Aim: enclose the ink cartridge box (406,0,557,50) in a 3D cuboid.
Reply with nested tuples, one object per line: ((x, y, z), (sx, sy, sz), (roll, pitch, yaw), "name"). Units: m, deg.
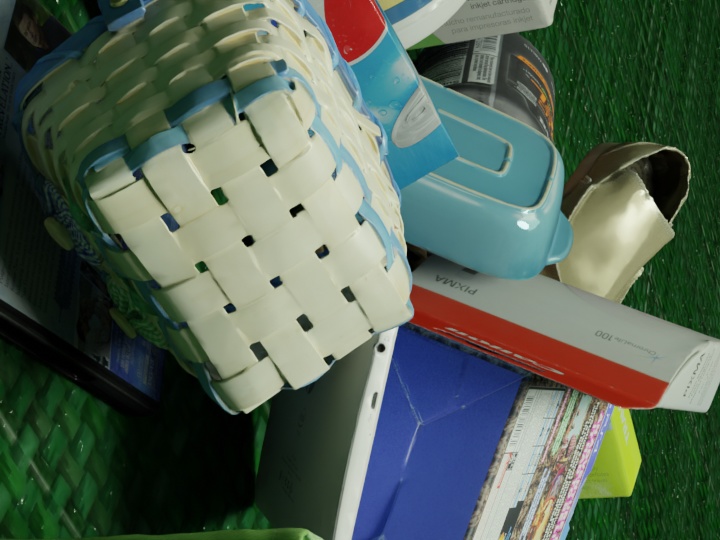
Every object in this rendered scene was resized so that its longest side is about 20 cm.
((0.026, -0.238, 0.977), (0.084, 0.145, 0.201), (-71, 146, -44), "ink cartridge box")

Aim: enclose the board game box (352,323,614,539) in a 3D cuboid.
((0.059, 0.118, 0.944), (0.200, 0.096, 0.160), (13, 97, -67), "board game box")

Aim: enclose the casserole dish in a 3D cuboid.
((0.031, -0.066, 0.897), (0.121, 0.199, 0.039), (-67, 180, -53), "casserole dish")

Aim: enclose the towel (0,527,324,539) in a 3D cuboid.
((-0.047, 0.151, 0.684), (0.200, 0.148, 0.031), (46, 42, -55), "towel")

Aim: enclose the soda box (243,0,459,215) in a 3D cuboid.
((-0.029, -0.127, 0.766), (0.200, 0.064, 0.068), (56, 8, -31), "soda box")

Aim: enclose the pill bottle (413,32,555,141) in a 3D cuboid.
((0.072, -0.083, 1.057), (0.200, 0.106, 0.107), (-74, 150, -64), "pill bottle")

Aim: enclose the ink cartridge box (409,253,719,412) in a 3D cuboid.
((0.101, 0.028, 0.873), (0.057, 0.162, 0.200), (-68, 157, -1), "ink cartridge box")

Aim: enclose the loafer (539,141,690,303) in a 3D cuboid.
((0.158, -0.027, 1.046), (0.076, 0.068, 0.200), (53, 42, -20), "loafer")

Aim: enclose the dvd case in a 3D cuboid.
((-0.133, -0.035, 0.700), (0.200, 0.017, 0.143), (46, 44, -58), "dvd case")

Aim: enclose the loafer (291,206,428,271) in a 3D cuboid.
((0.000, 0.000, 0.951), (0.200, 0.076, 0.068), (53, 33, -65), "loafer")

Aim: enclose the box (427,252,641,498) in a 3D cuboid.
((0.116, 0.068, 1.139), (0.048, 0.121, 0.201), (-59, 137, -55), "box")

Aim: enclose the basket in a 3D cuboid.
((-0.065, -0.053, 0.687), (0.177, 0.139, 0.200), (59, 6, -32), "basket")

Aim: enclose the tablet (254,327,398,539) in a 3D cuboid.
((-0.021, 0.066, 0.771), (0.200, 0.014, 0.131), (-166, -91, -77), "tablet")

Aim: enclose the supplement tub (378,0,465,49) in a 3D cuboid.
((-0.028, -0.220, 0.842), (0.145, 0.144, 0.200), (-74, 149, -43), "supplement tub")
